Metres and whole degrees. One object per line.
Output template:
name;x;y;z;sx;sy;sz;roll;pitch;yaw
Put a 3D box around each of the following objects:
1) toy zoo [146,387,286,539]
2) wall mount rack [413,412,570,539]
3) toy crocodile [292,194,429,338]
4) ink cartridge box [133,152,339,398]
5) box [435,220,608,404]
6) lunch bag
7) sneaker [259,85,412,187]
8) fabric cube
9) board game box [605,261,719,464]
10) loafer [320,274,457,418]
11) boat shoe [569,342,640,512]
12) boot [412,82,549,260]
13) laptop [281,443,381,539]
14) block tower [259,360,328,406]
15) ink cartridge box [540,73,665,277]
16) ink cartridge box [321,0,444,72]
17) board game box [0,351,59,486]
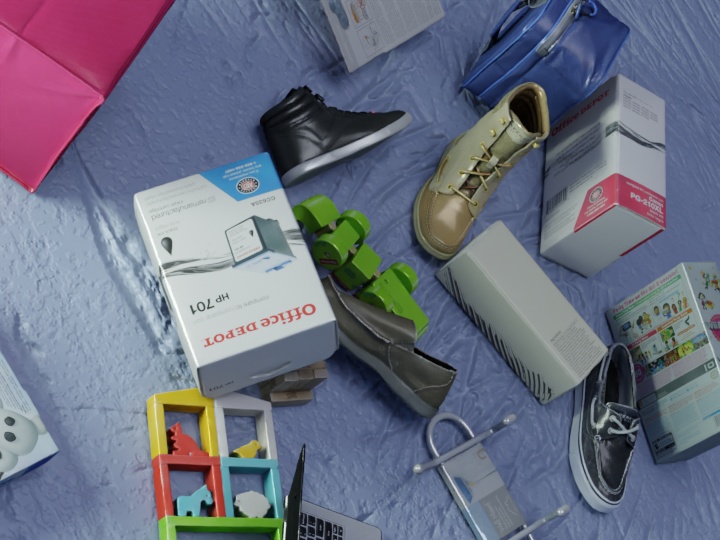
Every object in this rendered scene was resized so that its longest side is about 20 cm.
toy zoo;-0.139;0.191;1.494;0.131;0.020;0.200;6;62;-32
wall mount rack;0.127;0.238;1.617;0.174;0.075;0.200;-23;79;-41
toy crocodile;0.000;0.000;1.680;0.200;0.062;0.068;49;48;-8
ink cartridge box;-0.122;0.003;1.519;0.146;0.086;0.200;-19;65;-10
box;0.185;0.049;1.770;0.200;0.068;0.082;51;48;0
lunch bag;0.223;-0.267;1.886;0.132;0.200;0.136;39;54;-7
sneaker;-0.028;-0.172;1.741;0.200;0.071;0.099;-26;86;-37
fabric cube;-0.319;-0.237;1.493;0.200;0.196;0.200;35;50;-14
board game box;0.384;0.109;1.821;0.064;0.148;0.200;-2;67;-34
loafer;0.025;0.069;1.631;0.200;0.070;0.075;44;7;-16
boat shoe;0.289;0.177;1.769;0.072;0.068;0.200;23;54;-22
boot;0.142;-0.116;1.773;0.073;0.155;0.200;37;50;-12
laptop;-0.020;0.291;1.436;0.200;0.116;0.188;26;52;-35
block tower;-0.087;0.038;1.594;0.054;0.058;0.200;0;66;-34
ink cartridge box;0.298;-0.116;1.889;0.084;0.145;0.200;24;54;-24
ink cartridge box;0.004;-0.340;1.842;0.200;0.050;0.161;-37;111;-40
board game box;-0.397;0.119;1.339;0.199;0.043;0.200;-26;82;-42
